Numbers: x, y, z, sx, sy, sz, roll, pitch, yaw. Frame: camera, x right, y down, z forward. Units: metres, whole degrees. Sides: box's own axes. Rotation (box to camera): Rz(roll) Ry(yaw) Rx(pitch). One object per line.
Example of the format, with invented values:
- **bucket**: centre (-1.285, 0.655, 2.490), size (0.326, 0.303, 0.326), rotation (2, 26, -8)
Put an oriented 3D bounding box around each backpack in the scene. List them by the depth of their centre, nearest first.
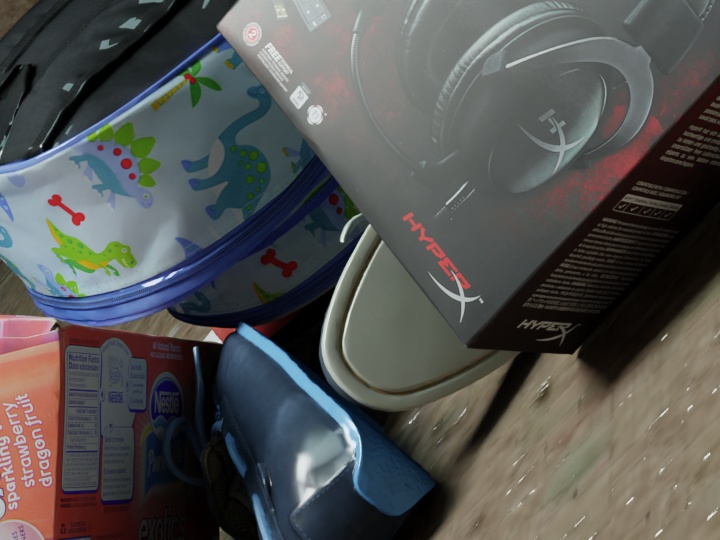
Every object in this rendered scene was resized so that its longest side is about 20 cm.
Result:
- **backpack**: centre (-0.061, -0.060, 1.003), size (0.200, 0.147, 0.183), rotation (-44, 22, -25)

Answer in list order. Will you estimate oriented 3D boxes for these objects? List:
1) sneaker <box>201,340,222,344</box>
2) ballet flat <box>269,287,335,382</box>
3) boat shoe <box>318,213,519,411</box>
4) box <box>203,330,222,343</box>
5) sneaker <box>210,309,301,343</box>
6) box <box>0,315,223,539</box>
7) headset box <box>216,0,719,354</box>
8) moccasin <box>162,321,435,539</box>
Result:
- **sneaker**: centre (-0.129, 0.110, 1.126), size (0.075, 0.070, 0.200), rotation (24, 77, 49)
- **ballet flat**: centre (0.000, 0.000, 1.039), size (0.200, 0.057, 0.066), rotation (-53, 11, -8)
- **boat shoe**: centre (0.044, -0.024, 0.893), size (0.200, 0.075, 0.062), rotation (-56, 14, -26)
- **box**: centre (-0.103, 0.102, 1.181), size (0.200, 0.039, 0.041), rotation (-51, 13, 7)
- **sneaker**: centre (0.004, -0.051, 1.135), size (0.115, 0.078, 0.200), rotation (-38, 19, 54)
- **box**: centre (-0.122, 0.071, 0.930), size (0.200, 0.094, 0.103), rotation (13, -101, -77)
- **headset box**: centre (0.073, -0.095, 0.785), size (0.200, 0.149, 0.077), rotation (-47, -25, 22)
- **moccasin**: centre (-0.034, 0.068, 0.909), size (0.068, 0.080, 0.200), rotation (-52, 10, -1)
